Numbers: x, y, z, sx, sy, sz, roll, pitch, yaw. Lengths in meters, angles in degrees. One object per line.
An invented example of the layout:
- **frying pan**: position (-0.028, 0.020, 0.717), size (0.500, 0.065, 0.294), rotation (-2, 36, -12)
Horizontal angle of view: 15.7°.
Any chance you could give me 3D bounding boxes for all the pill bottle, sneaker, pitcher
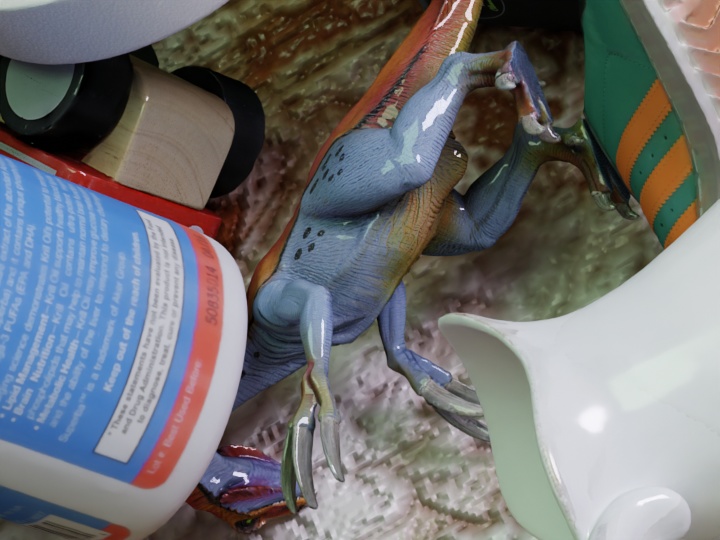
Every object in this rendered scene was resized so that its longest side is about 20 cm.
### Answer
- **pill bottle**: position (-0.146, 0.009, 0.827), size (0.112, 0.200, 0.112), rotation (-38, 41, 42)
- **sneaker**: position (0.118, -0.035, 0.831), size (0.071, 0.080, 0.200), rotation (-17, 93, -14)
- **pitcher**: position (0.137, 0.033, 0.708), size (0.200, 0.121, 0.172), rotation (-22, 29, 0)

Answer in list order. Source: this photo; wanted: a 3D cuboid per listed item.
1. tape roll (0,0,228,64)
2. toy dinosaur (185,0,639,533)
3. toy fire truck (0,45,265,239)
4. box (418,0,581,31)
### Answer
- **tape roll**: position (-0.080, -0.163, 0.910), size (0.203, 0.037, 0.203), rotation (-18, 52, 25)
- **toy dinosaur**: position (0.000, 0.000, 0.876), size (0.181, 0.105, 0.200), rotation (-30, 55, 21)
- **toy fire truck**: position (-0.159, -0.011, 0.970), size (0.176, 0.129, 0.200), rotation (27, 96, 41)
- **box**: position (0.109, -0.172, 0.911), size (0.200, 0.124, 0.149), rotation (7, 65, 29)
